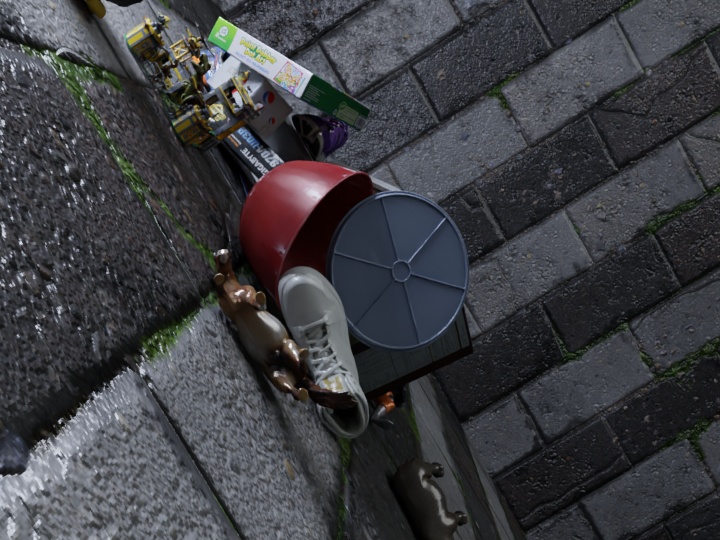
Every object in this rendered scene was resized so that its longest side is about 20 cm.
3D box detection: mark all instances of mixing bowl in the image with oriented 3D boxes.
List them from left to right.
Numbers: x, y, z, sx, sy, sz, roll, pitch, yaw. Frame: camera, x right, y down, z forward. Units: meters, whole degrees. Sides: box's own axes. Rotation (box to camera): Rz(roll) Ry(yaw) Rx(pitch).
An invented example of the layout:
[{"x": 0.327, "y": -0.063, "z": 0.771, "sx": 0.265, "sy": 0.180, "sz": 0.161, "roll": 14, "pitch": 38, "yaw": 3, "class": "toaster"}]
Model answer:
[{"x": -0.082, "y": -0.061, "z": 1.105, "sx": 0.107, "sy": 0.202, "sz": 0.200, "roll": 33, "pitch": -4, "yaw": 18, "class": "mixing bowl"}]

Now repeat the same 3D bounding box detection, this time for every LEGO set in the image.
[{"x": -0.213, "y": -0.262, "z": 1.176, "sx": 0.203, "sy": 0.114, "sz": 0.154, "roll": 60, "pitch": 4, "yaw": 13, "class": "LEGO set"}]

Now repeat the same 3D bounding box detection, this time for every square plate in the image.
[{"x": -0.136, "y": -0.186, "z": 1.503, "sx": 0.201, "sy": 0.028, "sz": 0.200, "roll": 61, "pitch": -30, "yaw": 8, "class": "square plate"}]

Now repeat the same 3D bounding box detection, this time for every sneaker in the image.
[{"x": -0.240, "y": -0.334, "z": 1.621, "sx": 0.203, "sy": 0.077, "sz": 0.075, "roll": 61, "pitch": 5, "yaw": 11, "class": "sneaker"}, {"x": -0.059, "y": -0.231, "z": 1.438, "sx": 0.082, "sy": 0.082, "sz": 0.200, "roll": 59, "pitch": 4, "yaw": -3, "class": "sneaker"}, {"x": -0.036, "y": 0.100, "z": 1.024, "sx": 0.116, "sy": 0.072, "sz": 0.203, "roll": -115, "pitch": -177, "yaw": -61, "class": "sneaker"}]

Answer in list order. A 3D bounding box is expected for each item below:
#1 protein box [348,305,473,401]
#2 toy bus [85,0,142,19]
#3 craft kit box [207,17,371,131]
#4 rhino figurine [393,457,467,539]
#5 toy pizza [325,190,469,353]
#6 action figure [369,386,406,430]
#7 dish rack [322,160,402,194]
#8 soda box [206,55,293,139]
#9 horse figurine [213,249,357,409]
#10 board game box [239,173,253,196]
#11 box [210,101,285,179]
[{"x": 0.028, "y": 0.049, "z": 1.257, "sx": 0.136, "sy": 0.196, "sz": 0.200, "roll": 70, "pitch": -5, "yaw": -47, "class": "protein box"}, {"x": -0.281, "y": -0.422, "z": 0.986, "sx": 0.192, "sy": 0.199, "sz": 0.136, "roll": 47, "pitch": 9, "yaw": -32, "class": "toy bus"}, {"x": -0.104, "y": -0.296, "z": 1.338, "sx": 0.196, "sy": 0.049, "sz": 0.199, "roll": 32, "pitch": 9, "yaw": 24, "class": "craft kit box"}, {"x": 0.108, "y": 0.351, "z": 1.221, "sx": 0.087, "sy": 0.059, "sz": 0.203, "roll": 11, "pitch": 47, "yaw": -58, "class": "rhino figurine"}, {"x": 0.046, "y": 0.002, "z": 1.115, "sx": 0.203, "sy": 0.199, "sz": 0.032, "roll": 59, "pitch": -18, "yaw": -9, "class": "toy pizza"}, {"x": 0.023, "y": 0.141, "z": 1.417, "sx": 0.194, "sy": 0.102, "sz": 0.205, "roll": -125, "pitch": -152, "yaw": -81, "class": "action figure"}, {"x": -0.005, "y": -0.070, "z": 1.383, "sx": 0.169, "sy": 0.203, "sz": 0.044, "roll": 26, "pitch": 40, "yaw": 15, "class": "dish rack"}, {"x": -0.175, "y": -0.272, "z": 1.361, "sx": 0.068, "sy": 0.064, "sz": 0.200, "roll": 44, "pitch": 1, "yaw": -33, "class": "soda box"}, {"x": -0.087, "y": 0.064, "z": 0.845, "sx": 0.201, "sy": 0.050, "sz": 0.132, "roll": 52, "pitch": -13, "yaw": -3, "class": "horse figurine"}, {"x": -0.130, "y": -0.077, "z": 1.428, "sx": 0.159, "sy": 0.038, "sz": 0.202, "roll": 56, "pitch": 6, "yaw": -44, "class": "board game box"}, {"x": -0.161, "y": -0.177, "z": 1.396, "sx": 0.200, "sy": 0.046, "sz": 0.159, "roll": 46, "pitch": -2, "yaw": 25, "class": "box"}]
